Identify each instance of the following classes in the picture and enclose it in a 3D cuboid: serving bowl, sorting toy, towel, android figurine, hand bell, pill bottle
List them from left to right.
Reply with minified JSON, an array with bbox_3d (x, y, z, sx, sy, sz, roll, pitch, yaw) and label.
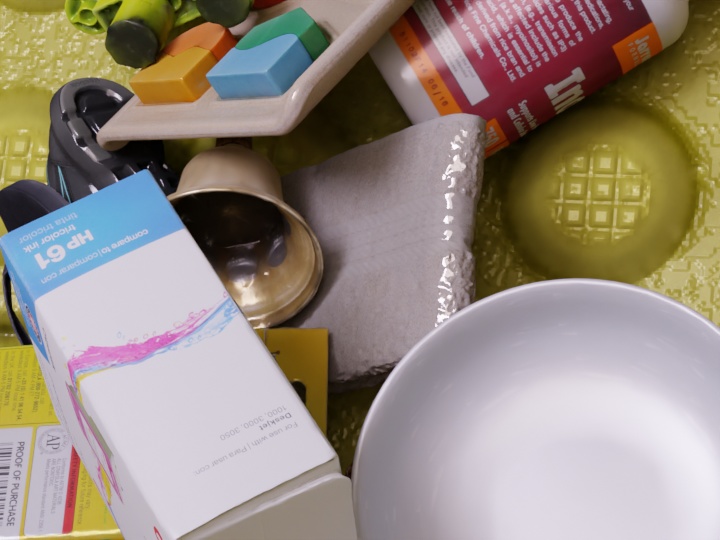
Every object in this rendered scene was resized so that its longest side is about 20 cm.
[{"bbox_3d":[-0.082,-0.191,1.180,0.182,0.041,0.200,-20,31,27],"label":"android figurine"},{"bbox_3d":[-0.069,-0.070,1.155,0.104,0.104,0.200,-11,41,12],"label":"hand bell"},{"bbox_3d":[-0.041,-0.137,1.115,0.200,0.036,0.185,-3,40,54],"label":"sorting toy"},{"bbox_3d":[0.000,0.000,1.109,0.200,0.034,0.133,-16,66,54],"label":"towel"},{"bbox_3d":[0.105,-0.149,1.133,0.200,0.113,0.113,-32,70,6],"label":"pill bottle"},{"bbox_3d":[0.098,0.107,0.951,0.200,0.066,0.200,-4,66,9],"label":"serving bowl"}]

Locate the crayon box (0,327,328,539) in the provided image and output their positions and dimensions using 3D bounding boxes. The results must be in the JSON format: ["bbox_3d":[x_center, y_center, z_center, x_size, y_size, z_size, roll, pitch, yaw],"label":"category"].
[{"bbox_3d":[-0.113,0.098,1.072,0.200,0.051,0.127,-4,50,6],"label":"crayon box"}]

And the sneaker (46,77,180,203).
[{"bbox_3d":[-0.123,-0.015,1.184,0.200,0.075,0.079,61,141,23],"label":"sneaker"}]

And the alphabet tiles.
[{"bbox_3d":[0.110,0.180,0.957,0.167,0.008,0.200,-16,65,5],"label":"alphabet tiles"}]

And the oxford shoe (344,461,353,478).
[{"bbox_3d":[0.018,0.102,1.060,0.071,0.071,0.200,17,49,30],"label":"oxford shoe"}]

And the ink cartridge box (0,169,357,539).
[{"bbox_3d":[-0.081,0.076,0.957,0.085,0.145,0.200,-26,52,-15],"label":"ink cartridge box"}]

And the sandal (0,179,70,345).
[{"bbox_3d":[-0.164,0.039,1.162,0.043,0.076,0.200,-17,77,-30],"label":"sandal"}]
